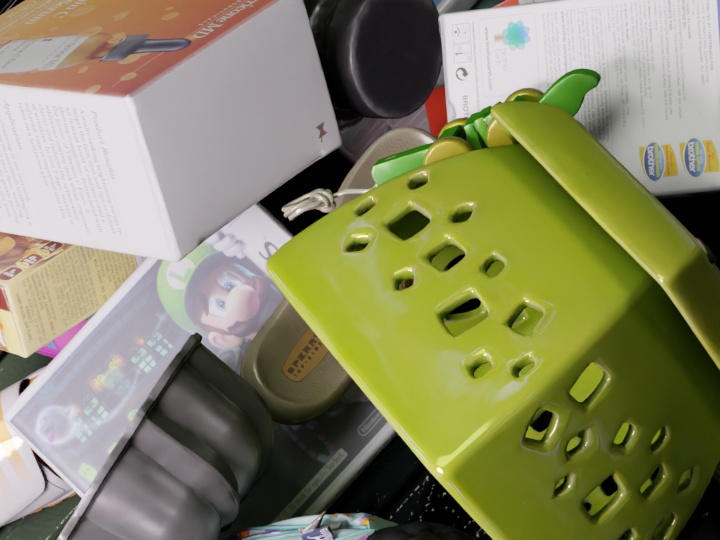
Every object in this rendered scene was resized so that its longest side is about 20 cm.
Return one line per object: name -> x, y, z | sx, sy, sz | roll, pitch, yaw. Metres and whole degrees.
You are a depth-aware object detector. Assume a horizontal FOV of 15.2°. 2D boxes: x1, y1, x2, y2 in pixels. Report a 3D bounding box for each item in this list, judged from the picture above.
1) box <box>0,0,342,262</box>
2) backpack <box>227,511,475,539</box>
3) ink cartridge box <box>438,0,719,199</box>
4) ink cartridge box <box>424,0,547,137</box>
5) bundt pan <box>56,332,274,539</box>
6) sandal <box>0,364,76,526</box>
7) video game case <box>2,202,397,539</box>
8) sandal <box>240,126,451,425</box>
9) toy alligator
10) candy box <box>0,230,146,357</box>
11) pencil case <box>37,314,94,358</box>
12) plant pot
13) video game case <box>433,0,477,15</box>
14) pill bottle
box -> -0.140, -0.096, 1.594 | 0.200, 0.106, 0.152 | 9, 34, 41
backpack -> -0.003, 0.202, 1.449 | 0.200, 0.167, 0.127 | -15, 42, 43
ink cartridge box -> 0.146, -0.098, 1.534 | 0.200, 0.042, 0.119 | -5, 86, 26
ink cartridge box -> 0.120, -0.118, 1.615 | 0.200, 0.050, 0.109 | -25, 52, 20
bundt pan -> -0.112, 0.137, 1.488 | 0.076, 0.202, 0.202 | 31, 81, 1
sandal -> -0.245, 0.134, 1.695 | 0.207, 0.059, 0.079 | -32, 86, 22
video game case -> -0.082, 0.076, 1.596 | 0.182, 0.023, 0.200 | 43, 92, 11
sandal -> 0.000, 0.000, 1.558 | 0.080, 0.054, 0.200 | 32, 68, 7
toy alligator -> 0.053, -0.052, 1.520 | 0.200, 0.054, 0.059 | -25, 10, 18
candy box -> -0.175, -0.027, 1.664 | 0.115, 0.055, 0.200 | 16, 41, 42
pencil case -> -0.174, 0.024, 1.715 | 0.200, 0.088, 0.088 | 19, 75, 43
plant pot -> 0.101, 0.039, 1.439 | 0.181, 0.199, 0.200 | -40, 47, 0
video game case -> 0.019, -0.216, 1.768 | 0.200, 0.022, 0.182 | -48, 47, 0
pill bottle -> -0.050, -0.143, 1.680 | 0.200, 0.112, 0.112 | 8, 68, 42
